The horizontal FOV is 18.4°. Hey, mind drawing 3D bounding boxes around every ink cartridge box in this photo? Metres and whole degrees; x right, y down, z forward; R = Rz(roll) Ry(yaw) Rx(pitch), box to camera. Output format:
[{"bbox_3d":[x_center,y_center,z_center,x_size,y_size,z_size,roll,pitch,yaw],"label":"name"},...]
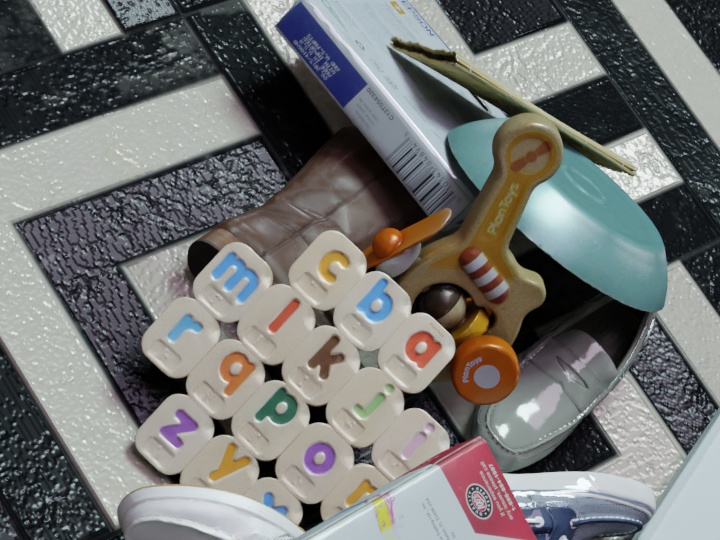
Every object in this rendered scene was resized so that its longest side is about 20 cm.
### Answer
[{"bbox_3d":[0.044,-0.123,1.668,0.197,0.043,0.200,51,20,10],"label":"ink cartridge box"},{"bbox_3d":[0.020,0.212,1.357,0.199,0.083,0.146,-25,87,-38],"label":"ink cartridge box"}]

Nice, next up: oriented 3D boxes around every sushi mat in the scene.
[{"bbox_3d":[0.116,-0.122,1.665,0.199,0.096,0.012,27,88,-36],"label":"sushi mat"}]

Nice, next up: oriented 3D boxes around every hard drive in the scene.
[{"bbox_3d":[0.272,0.199,1.608,0.132,0.026,0.200,41,49,2],"label":"hard drive"}]

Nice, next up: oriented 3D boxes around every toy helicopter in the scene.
[{"bbox_3d":[0.069,-0.018,1.482,0.132,0.201,0.079,21,21,-12],"label":"toy helicopter"}]

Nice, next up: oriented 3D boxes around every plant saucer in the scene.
[{"bbox_3d":[0.151,-0.050,1.600,0.199,0.036,0.200,34,18,-13],"label":"plant saucer"}]

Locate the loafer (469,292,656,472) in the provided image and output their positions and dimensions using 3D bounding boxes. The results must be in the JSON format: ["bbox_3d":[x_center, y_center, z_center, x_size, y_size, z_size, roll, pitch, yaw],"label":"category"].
[{"bbox_3d":[0.148,0.071,1.597,0.070,0.070,0.200,43,50,4],"label":"loafer"}]

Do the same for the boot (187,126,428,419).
[{"bbox_3d":[0.000,0.000,1.578,0.187,0.064,0.200,49,46,5],"label":"boot"}]

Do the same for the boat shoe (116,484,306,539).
[{"bbox_3d":[-0.063,0.196,1.402,0.199,0.071,0.070,23,50,-15],"label":"boat shoe"}]

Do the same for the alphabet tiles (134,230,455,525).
[{"bbox_3d":[-0.043,0.081,1.460,0.200,0.015,0.196,42,86,1],"label":"alphabet tiles"}]

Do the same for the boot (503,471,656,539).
[{"bbox_3d":[0.110,0.188,1.509,0.199,0.073,0.091,4,65,-16],"label":"boot"}]
